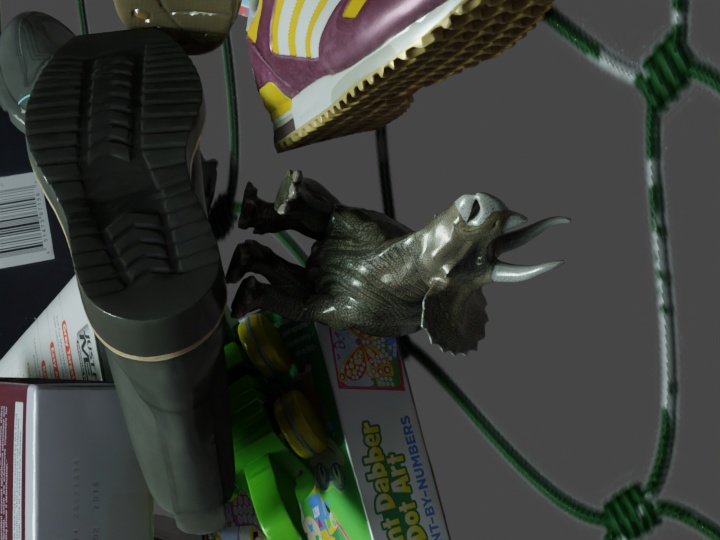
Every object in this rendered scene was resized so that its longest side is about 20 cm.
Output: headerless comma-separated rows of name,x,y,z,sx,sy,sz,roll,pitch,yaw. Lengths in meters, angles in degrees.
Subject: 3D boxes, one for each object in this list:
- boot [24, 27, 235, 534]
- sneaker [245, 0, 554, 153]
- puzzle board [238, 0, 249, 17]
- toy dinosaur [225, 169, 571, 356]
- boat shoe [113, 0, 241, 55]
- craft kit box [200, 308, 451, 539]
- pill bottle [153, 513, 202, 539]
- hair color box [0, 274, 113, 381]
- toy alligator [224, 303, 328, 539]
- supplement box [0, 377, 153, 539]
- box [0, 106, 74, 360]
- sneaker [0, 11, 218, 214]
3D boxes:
boot,-0.094,0.001,0.804,0.200,0.077,0.139,-100,3,-47
sneaker,0.002,-0.112,0.742,0.200,0.075,0.090,-26,82,60
puzzle board,-0.080,-0.229,0.908,0.151,0.017,0.201,27,123,55
toy dinosaur,0.000,0.000,0.776,0.200,0.102,0.077,177,113,-75
boat shoe,-0.064,-0.190,0.807,0.068,0.072,0.201,-70,-3,-48
craft kit box,-0.025,0.118,0.912,0.200,0.048,0.198,-28,78,61
pill bottle,-0.127,0.205,0.978,0.200,0.114,0.115,-80,-15,-78
hair color box,-0.141,0.072,0.997,0.200,0.061,0.102,-37,62,61
toy alligator,-0.062,0.044,0.858,0.201,0.059,0.054,63,-171,26
supplement box,-0.161,0.106,0.902,0.200,0.061,0.109,-3,86,62
box,-0.249,-0.026,1.202,0.182,0.104,0.201,-1,99,63
sneaker,-0.134,-0.085,1.023,0.200,0.075,0.079,52,129,29
